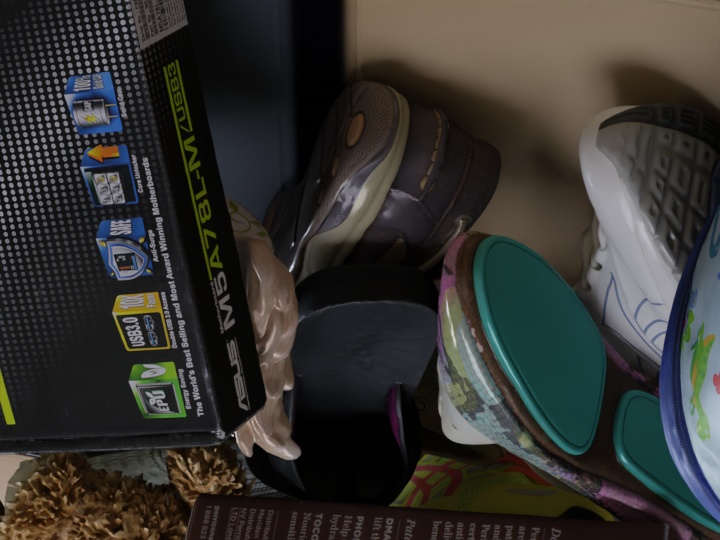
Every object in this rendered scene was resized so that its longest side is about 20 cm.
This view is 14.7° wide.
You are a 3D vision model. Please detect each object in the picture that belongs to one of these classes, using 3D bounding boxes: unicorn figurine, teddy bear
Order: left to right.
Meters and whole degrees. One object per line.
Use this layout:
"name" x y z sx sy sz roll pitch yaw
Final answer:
"unicorn figurine" -0.092 -0.016 1.058 0.199 0.074 0.138 21 132 25
"teddy bear" -0.085 0.135 1.211 0.067 0.145 0.200 25 172 46

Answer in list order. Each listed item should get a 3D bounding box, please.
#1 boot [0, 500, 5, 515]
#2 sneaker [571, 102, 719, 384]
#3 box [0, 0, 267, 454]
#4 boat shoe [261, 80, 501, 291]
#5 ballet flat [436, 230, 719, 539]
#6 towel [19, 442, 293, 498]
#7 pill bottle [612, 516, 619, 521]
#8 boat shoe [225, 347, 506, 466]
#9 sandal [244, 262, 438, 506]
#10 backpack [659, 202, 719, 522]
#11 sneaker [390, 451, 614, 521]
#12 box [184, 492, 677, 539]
"boot" -0.165 0.124 1.275 0.068 0.189 0.200 -19 120 29
"sneaker" 0.113 0.003 1.063 0.087 0.075 0.200 4 151 26
"box" -0.143 -0.032 1.001 0.192 0.048 0.201 -4 107 25
"boat shoe" 0.000 0.000 1.096 0.073 0.075 0.200 18 153 -10
"ballet flat" 0.076 0.054 1.060 0.071 0.069 0.200 -12 143 40
"towel" -0.044 0.116 1.384 0.199 0.035 0.192 -12 147 34
"pill bottle" 0.203 0.132 1.218 0.199 0.113 0.112 10 152 4
"boat shoe" -0.028 0.052 1.212 0.200 0.063 0.073 2 151 18
"sandal" -0.008 0.061 1.100 0.075 0.048 0.201 -4 154 -5
"backpack" 0.206 0.035 0.962 0.199 0.184 0.147 18 151 -6
"sneaker" 0.060 0.100 1.222 0.078 0.091 0.200 34 163 -16
"box" 0.033 0.142 1.108 0.199 0.075 0.100 4 156 20
